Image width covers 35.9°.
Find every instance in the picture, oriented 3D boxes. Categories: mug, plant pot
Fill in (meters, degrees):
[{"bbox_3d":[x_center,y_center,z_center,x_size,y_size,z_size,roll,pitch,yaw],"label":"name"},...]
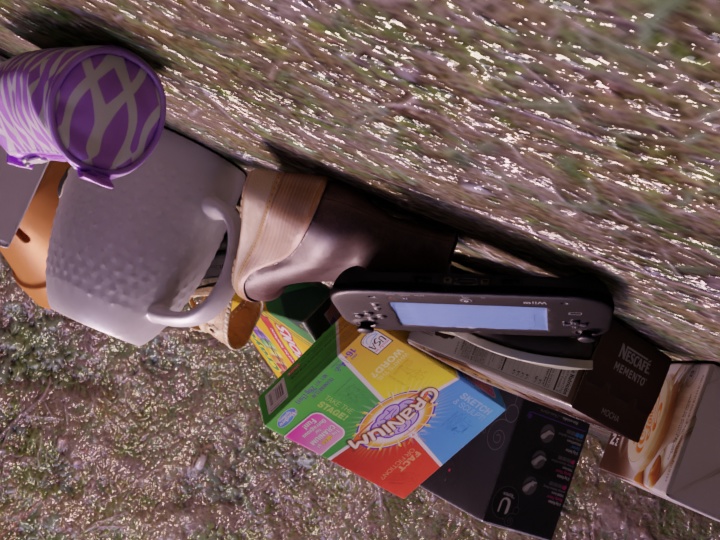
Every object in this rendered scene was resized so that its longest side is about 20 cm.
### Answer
[{"bbox_3d":[-0.181,-0.024,0.975,0.198,0.178,0.147,20,174,32],"label":"mug"},{"bbox_3d":[-0.380,-0.074,1.384,0.199,0.201,0.140,18,156,45],"label":"plant pot"}]

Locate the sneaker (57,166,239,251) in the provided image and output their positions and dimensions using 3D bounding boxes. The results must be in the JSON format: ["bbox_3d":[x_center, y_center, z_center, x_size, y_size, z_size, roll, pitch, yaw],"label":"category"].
[{"bbox_3d":[-0.195,-0.061,1.097,0.198,0.071,0.093,14,-166,-40],"label":"sneaker"}]

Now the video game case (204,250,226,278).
[{"bbox_3d":[-0.119,-0.016,1.194,0.179,0.022,0.200,-6,-174,-21],"label":"video game case"}]

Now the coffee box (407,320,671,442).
[{"bbox_3d":[0.154,0.071,0.978,0.112,0.081,0.199,30,172,-42],"label":"coffee box"}]

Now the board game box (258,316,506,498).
[{"bbox_3d":[0.024,0.128,1.080,0.199,0.153,0.041,33,-158,-34],"label":"board game box"}]

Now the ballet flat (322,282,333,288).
[{"bbox_3d":[0.000,0.000,1.045,0.198,0.069,0.075,28,171,-10],"label":"ballet flat"}]

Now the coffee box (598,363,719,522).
[{"bbox_3d":[0.289,0.149,0.983,0.079,0.116,0.200,22,174,-1],"label":"coffee box"}]

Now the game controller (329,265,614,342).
[{"bbox_3d":[0.079,0.025,0.788,0.196,0.043,0.104,1,172,11],"label":"game controller"}]

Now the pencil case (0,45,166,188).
[{"bbox_3d":[-0.199,-0.106,0.749,0.083,0.087,0.199,24,174,-29],"label":"pencil case"}]

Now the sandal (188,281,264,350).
[{"bbox_3d":[-0.119,0.039,1.046,0.210,0.071,0.077,-18,178,41],"label":"sandal"}]

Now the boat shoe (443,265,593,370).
[{"bbox_3d":[0.110,0.033,0.899,0.071,0.062,0.200,12,-177,-40],"label":"boat shoe"}]

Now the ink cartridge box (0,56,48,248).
[{"bbox_3d":[-0.332,-0.103,1.014,0.085,0.148,0.200,26,174,-19],"label":"ink cartridge box"}]

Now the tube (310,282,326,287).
[{"bbox_3d":[-0.031,0.035,1.180,0.058,0.052,0.199,41,166,-35],"label":"tube"}]

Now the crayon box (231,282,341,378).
[{"bbox_3d":[-0.067,0.068,1.169,0.199,0.051,0.128,13,142,54],"label":"crayon box"}]

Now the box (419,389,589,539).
[{"bbox_3d":[0.163,0.163,1.179,0.105,0.203,0.122,21,176,-31],"label":"box"}]

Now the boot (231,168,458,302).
[{"bbox_3d":[-0.015,-0.003,0.877,0.164,0.073,0.201,19,157,2],"label":"boot"}]
